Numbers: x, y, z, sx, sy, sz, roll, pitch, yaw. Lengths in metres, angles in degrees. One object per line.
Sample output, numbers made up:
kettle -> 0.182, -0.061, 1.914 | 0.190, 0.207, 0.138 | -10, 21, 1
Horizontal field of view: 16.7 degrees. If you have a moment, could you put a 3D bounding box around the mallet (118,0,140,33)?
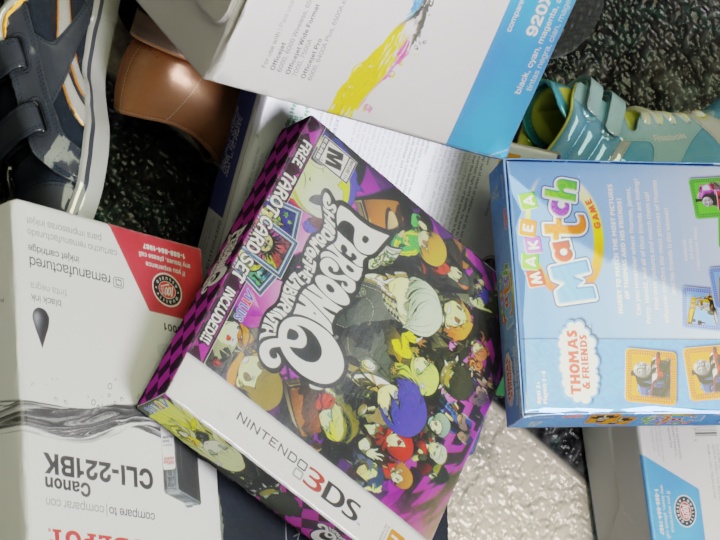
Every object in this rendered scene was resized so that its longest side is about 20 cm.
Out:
mallet -> -0.069, -0.104, 1.498 | 0.066, 0.041, 0.200 | -42, 102, -32

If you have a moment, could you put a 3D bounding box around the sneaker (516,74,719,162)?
sneaker -> 0.177, -0.089, 1.542 | 0.200, 0.079, 0.131 | -43, 99, -32

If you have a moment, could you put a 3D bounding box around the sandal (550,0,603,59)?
sandal -> 0.075, -0.163, 1.571 | 0.200, 0.048, 0.076 | -21, 115, -36

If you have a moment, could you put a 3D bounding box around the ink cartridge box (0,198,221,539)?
ink cartridge box -> -0.154, 0.080, 1.301 | 0.144, 0.084, 0.201 | 15, 64, -48

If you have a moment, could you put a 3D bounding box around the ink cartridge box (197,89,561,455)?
ink cartridge box -> 0.000, 0.000, 1.448 | 0.199, 0.043, 0.197 | 12, 101, -27

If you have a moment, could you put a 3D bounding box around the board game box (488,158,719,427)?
board game box -> 0.177, 0.013, 1.412 | 0.199, 0.037, 0.152 | 1, 75, -15

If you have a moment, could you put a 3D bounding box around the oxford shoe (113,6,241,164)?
oxford shoe -> -0.059, -0.091, 1.455 | 0.200, 0.071, 0.071 | 19, 100, -30

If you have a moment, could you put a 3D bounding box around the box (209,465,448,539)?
box -> -0.037, 0.194, 1.383 | 0.148, 0.107, 0.201 | 8, 73, -26

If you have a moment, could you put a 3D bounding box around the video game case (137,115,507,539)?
video game case -> -0.008, 0.045, 1.351 | 0.181, 0.036, 0.200 | 40, 55, -20

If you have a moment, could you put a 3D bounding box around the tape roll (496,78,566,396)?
tape roll -> 0.106, -0.021, 1.556 | 0.200, 0.048, 0.201 | 8, 72, -27

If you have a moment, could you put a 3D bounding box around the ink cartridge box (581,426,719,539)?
ink cartridge box -> 0.246, 0.125, 1.577 | 0.199, 0.068, 0.116 | 2, 74, -27

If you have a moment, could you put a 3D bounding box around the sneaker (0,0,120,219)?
sneaker -> -0.188, -0.100, 1.406 | 0.079, 0.078, 0.201 | 18, 57, -28

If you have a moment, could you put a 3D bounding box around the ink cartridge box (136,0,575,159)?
ink cartridge box -> -0.003, -0.173, 1.373 | 0.199, 0.147, 0.145 | 12, 111, -33
